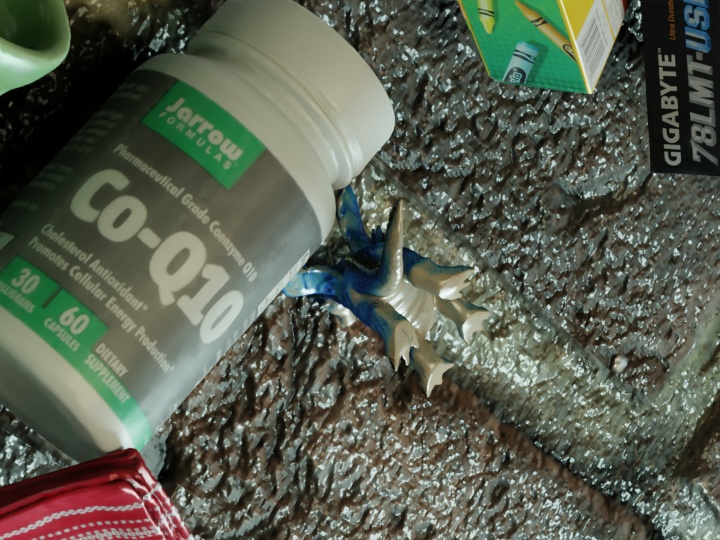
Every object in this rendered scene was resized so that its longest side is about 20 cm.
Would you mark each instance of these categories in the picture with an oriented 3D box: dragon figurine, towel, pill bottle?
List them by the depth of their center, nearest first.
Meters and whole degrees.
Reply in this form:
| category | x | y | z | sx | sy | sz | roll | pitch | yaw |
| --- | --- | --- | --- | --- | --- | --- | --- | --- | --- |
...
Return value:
| category | x | y | z | sx | sy | sz | roll | pitch | yaw |
| --- | --- | --- | --- | --- | --- | --- | --- | --- | --- |
| pill bottle | -0.083 | -0.021 | 1.088 | 0.200 | 0.113 | 0.113 | -50 | 135 | -18 |
| towel | -0.132 | 0.154 | 1.106 | 0.144 | 0.023 | 0.200 | -16 | 140 | 8 |
| dragon figurine | 0.000 | 0.000 | 1.160 | 0.059 | 0.099 | 0.200 | -54 | 160 | -3 |

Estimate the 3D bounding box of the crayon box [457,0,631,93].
| category | x | y | z | sx | sy | sz | roll | pitch | yaw |
| --- | --- | --- | --- | --- | --- | --- | --- | --- | --- |
| crayon box | 0.082 | -0.190 | 1.173 | 0.119 | 0.058 | 0.200 | -66 | 151 | -26 |

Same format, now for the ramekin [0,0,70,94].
| category | x | y | z | sx | sy | sz | roll | pitch | yaw |
| --- | --- | --- | --- | --- | --- | --- | --- | --- | --- |
| ramekin | -0.202 | -0.118 | 0.864 | 0.098 | 0.200 | 0.200 | -39 | 138 | 12 |

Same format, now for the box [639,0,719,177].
| category | x | y | z | sx | sy | sz | roll | pitch | yaw |
| --- | --- | --- | --- | --- | --- | --- | --- | --- | --- |
| box | 0.189 | -0.179 | 1.285 | 0.200 | 0.050 | 0.199 | -54 | 142 | -53 |
